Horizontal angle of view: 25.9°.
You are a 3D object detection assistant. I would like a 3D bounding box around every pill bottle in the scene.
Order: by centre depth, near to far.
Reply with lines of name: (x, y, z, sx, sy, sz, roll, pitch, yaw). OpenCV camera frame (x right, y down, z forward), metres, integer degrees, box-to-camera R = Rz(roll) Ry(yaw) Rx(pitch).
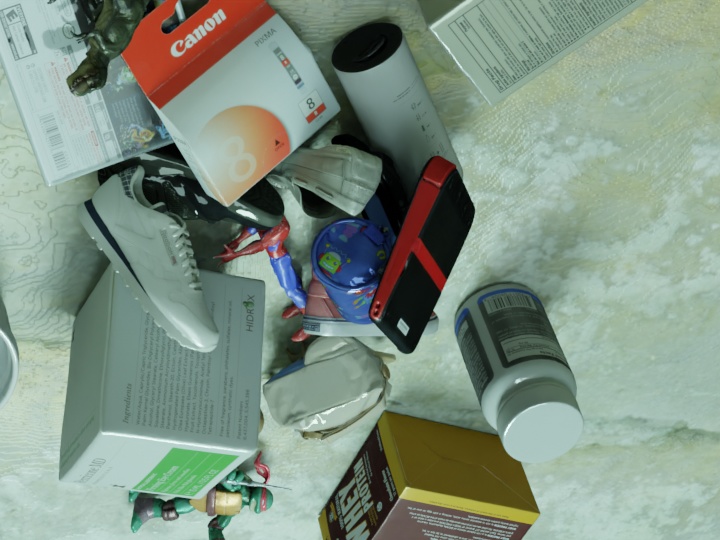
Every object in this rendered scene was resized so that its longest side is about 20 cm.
pill bottle: (0.185, 0.119, 1.816, 0.113, 0.200, 0.114, -7, 131, -8)

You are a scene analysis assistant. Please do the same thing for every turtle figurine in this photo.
turtle figurine: (-0.182, 0.287, 1.928, 0.199, 0.101, 0.150, 4, 114, 2)

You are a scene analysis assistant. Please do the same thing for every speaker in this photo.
speaker: (0.041, -0.159, 1.629, 0.081, 0.081, 0.200, -24, 131, 6)

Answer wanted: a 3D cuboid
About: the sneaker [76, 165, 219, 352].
sneaker: (-0.197, -0.009, 1.558, 0.080, 0.076, 0.200, -37, 87, 1)

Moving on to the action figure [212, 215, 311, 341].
action figure: (-0.112, -0.002, 1.727, 0.099, 0.065, 0.201, -20, 131, -10)

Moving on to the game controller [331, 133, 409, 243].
game controller: (0.025, -0.060, 1.672, 0.042, 0.104, 0.200, -42, 136, -18)

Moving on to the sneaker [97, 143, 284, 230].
sneaker: (-0.183, -0.074, 1.638, 0.199, 0.076, 0.114, 20, 127, -15)

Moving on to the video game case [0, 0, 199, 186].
video game case: (-0.250, -0.200, 1.513, 0.181, 0.023, 0.201, -21, 119, -11)

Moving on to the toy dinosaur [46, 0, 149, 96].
toy dinosaur: (-0.231, -0.255, 1.452, 0.088, 0.047, 0.200, 36, 79, -13)

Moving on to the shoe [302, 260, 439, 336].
shoe: (0.018, 0.026, 1.781, 0.199, 0.071, 0.092, 1, 94, -44)

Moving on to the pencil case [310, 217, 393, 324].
pencil case: (0.000, 0.000, 1.609, 0.087, 0.078, 0.200, -35, 168, -3)

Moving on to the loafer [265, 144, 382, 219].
loafer: (-0.047, -0.089, 1.598, 0.070, 0.200, 0.070, 20, 84, -26)

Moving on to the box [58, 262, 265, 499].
box: (-0.213, 0.118, 1.672, 0.170, 0.201, 0.199, 11, 154, -19)

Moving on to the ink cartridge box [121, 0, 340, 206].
ink cartridge box: (-0.124, -0.188, 1.533, 0.162, 0.050, 0.200, -42, 130, -16)

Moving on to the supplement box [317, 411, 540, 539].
supplement box: (0.083, 0.312, 1.993, 0.196, 0.133, 0.200, 14, 123, -25)

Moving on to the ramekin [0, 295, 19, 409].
ramekin: (-0.467, 0.075, 1.675, 0.199, 0.105, 0.201, -7, 130, -8)

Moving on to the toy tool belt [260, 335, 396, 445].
toy tool belt: (-0.058, 0.144, 1.829, 0.199, 0.125, 0.123, -25, 174, 13)

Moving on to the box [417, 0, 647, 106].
box: (0.166, -0.282, 1.541, 0.200, 0.109, 0.128, -33, 129, 14)

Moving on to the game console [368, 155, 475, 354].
game console: (0.061, -0.013, 1.581, 0.178, 0.031, 0.200, -64, 164, -7)
